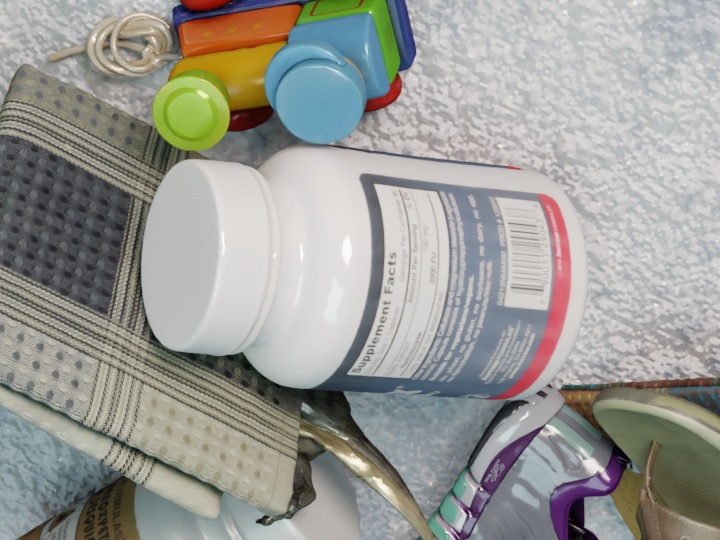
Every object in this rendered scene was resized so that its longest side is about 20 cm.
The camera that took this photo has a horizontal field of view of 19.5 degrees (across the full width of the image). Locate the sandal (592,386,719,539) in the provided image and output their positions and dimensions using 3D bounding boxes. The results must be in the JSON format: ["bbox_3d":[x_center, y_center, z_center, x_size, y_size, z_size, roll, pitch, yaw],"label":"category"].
[{"bbox_3d":[0.182,0.142,1.077,0.080,0.057,0.202,-8,119,52],"label":"sandal"}]

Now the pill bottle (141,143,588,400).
[{"bbox_3d":[0.000,0.000,1.028,0.199,0.120,0.120,5,125,-30],"label":"pill bottle"}]

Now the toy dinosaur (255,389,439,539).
[{"bbox_3d":[-0.032,0.084,1.110,0.200,0.088,0.047,52,133,12],"label":"toy dinosaur"}]

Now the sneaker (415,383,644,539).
[{"bbox_3d":[0.077,0.157,1.158,0.087,0.074,0.201,34,123,7],"label":"sneaker"}]

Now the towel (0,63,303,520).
[{"bbox_3d":[-0.108,0.014,1.043,0.199,0.194,0.035,28,136,-24],"label":"towel"}]

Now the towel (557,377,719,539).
[{"bbox_3d":[0.200,0.139,1.128,0.146,0.022,0.201,-8,120,52],"label":"towel"}]

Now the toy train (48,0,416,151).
[{"bbox_3d":[-0.079,-0.095,1.043,0.198,0.116,0.085,-7,116,15],"label":"toy train"}]

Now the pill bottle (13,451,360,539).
[{"bbox_3d":[-0.104,0.164,1.186,0.199,0.115,0.115,-31,108,24],"label":"pill bottle"}]
